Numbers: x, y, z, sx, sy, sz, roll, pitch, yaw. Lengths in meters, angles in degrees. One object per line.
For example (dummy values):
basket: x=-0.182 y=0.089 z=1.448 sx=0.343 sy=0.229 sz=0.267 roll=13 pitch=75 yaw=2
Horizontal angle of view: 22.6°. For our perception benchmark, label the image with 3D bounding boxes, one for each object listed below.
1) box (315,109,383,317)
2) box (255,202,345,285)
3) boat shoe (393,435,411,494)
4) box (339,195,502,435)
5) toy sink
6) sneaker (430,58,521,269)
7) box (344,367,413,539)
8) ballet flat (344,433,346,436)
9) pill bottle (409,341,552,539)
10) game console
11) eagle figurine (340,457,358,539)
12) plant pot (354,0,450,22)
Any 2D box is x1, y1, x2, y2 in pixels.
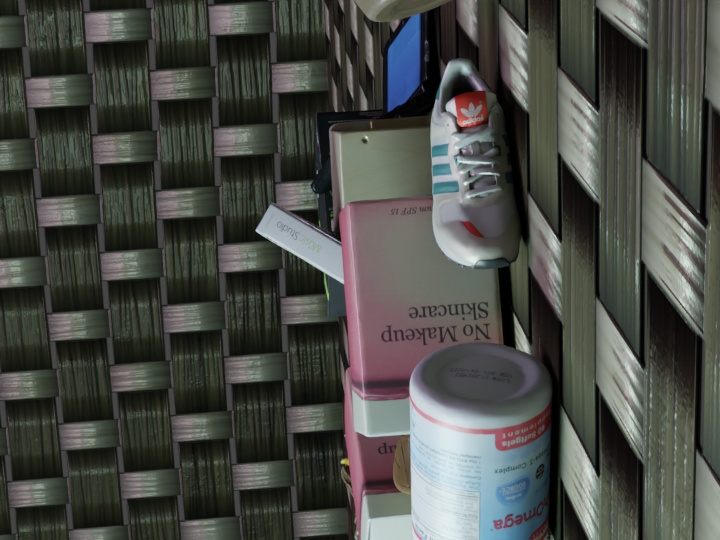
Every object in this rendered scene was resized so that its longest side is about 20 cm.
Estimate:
box: x=0.013 y=-0.068 z=2.128 sx=0.149 sy=0.123 sz=0.201 roll=93 pitch=173 yaw=-59
box: x=0.000 y=0.000 z=1.754 sx=0.036 sy=0.144 sz=0.200 roll=-60 pitch=-24 yaw=3
boat shoe: x=0.101 y=0.187 z=1.602 sx=0.200 sy=0.072 sz=0.073 roll=6 pitch=86 yaw=64
box: x=0.054 y=0.039 z=1.568 sx=0.109 sy=0.127 sz=0.202 roll=147 pitch=118 yaw=-85
toy sink: x=0.038 y=-0.093 z=1.760 sx=0.200 sy=0.129 sz=0.113 roll=-130 pitch=36 yaw=-84
sneaker: x=0.088 y=-0.091 z=1.469 sx=0.201 sy=0.070 sz=0.094 roll=-95 pitch=-2 yaw=-46
box: x=0.056 y=0.196 z=1.768 sx=0.201 sy=0.127 sz=0.109 roll=-100 pitch=8 yaw=-47
ballet flat: x=0.035 y=0.108 z=1.935 sx=0.076 sy=0.064 sz=0.201 roll=-12 pitch=-58 yaw=-81
pill bottle: x=0.093 y=0.166 z=1.396 sx=0.109 sy=0.108 sz=0.201 roll=-102 pitch=9 yaw=-62
game console: x=0.010 y=-0.192 z=1.985 sx=0.117 sy=0.175 sz=0.200 roll=58 pitch=163 yaw=5
eagle figurine: x=0.048 y=0.222 z=2.116 sx=0.152 sy=0.151 sz=0.201 roll=44 pitch=117 yaw=21
plant pot: x=0.026 y=-0.309 z=1.521 sx=0.200 sy=0.199 sz=0.176 roll=124 pitch=125 yaw=-83
